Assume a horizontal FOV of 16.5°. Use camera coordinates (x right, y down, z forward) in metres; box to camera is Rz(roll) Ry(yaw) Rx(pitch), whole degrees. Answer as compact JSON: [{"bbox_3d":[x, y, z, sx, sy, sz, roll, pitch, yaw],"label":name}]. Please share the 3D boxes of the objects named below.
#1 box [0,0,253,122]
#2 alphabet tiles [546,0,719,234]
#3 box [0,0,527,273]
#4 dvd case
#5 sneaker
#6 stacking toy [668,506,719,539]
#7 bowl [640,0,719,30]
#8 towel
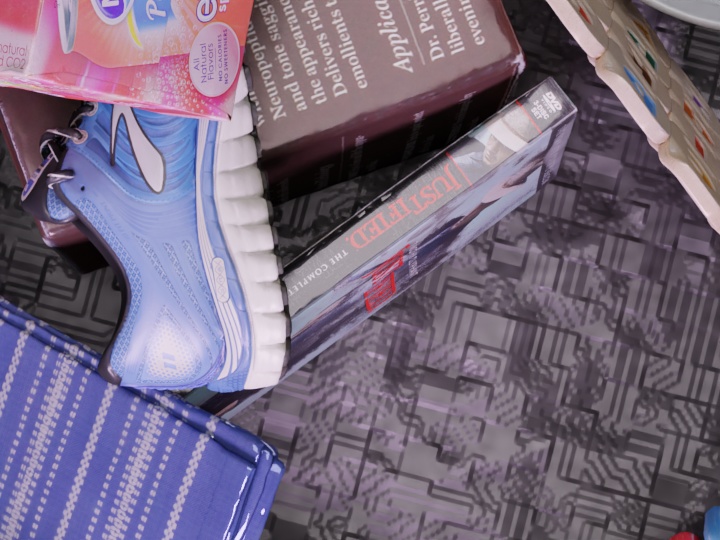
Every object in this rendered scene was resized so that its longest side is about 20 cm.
[{"bbox_3d":[-0.134,-0.117,0.841,0.200,0.095,0.103,13,92,41],"label":"box"},{"bbox_3d":[0.108,-0.083,0.997,0.015,0.196,0.200,-35,99,14],"label":"alphabet tiles"},{"bbox_3d":[-0.056,-0.113,1.016,0.200,0.164,0.166,-20,86,-2],"label":"box"},{"bbox_3d":[0.000,0.000,1.016,0.200,0.146,0.022,-37,83,-5],"label":"dvd case"},{"bbox_3d":[-0.082,-0.052,0.890,0.089,0.079,0.200,-10,86,-4],"label":"sneaker"},{"bbox_3d":[0.093,0.186,1.031,0.200,0.110,0.116,-24,88,8],"label":"stacking toy"},{"bbox_3d":[0.163,-0.189,1.061,0.201,0.090,0.201,0,82,-3],"label":"bowl"},{"bbox_3d":[-0.131,0.087,0.957,0.200,0.024,0.145,27,109,23],"label":"towel"}]
